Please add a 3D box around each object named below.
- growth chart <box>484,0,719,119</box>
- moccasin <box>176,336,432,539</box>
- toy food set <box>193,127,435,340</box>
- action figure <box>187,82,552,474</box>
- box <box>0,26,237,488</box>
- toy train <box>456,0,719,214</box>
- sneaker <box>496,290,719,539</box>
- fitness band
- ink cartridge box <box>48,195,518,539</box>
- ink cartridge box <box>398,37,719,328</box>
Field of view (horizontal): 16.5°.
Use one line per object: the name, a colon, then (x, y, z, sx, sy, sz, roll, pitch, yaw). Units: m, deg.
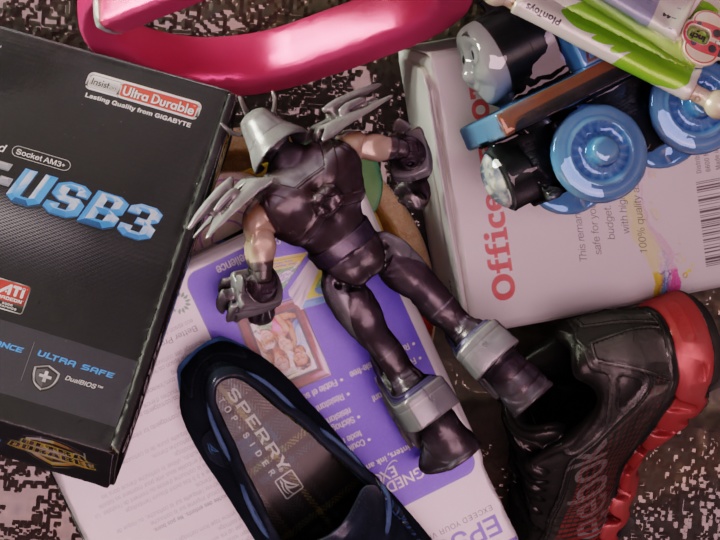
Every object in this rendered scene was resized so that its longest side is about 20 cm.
growth chart: (0.132, -0.184, 1.130, 0.145, 0.018, 0.200, 21, 79, -4)
moccasin: (-0.021, 0.123, 1.173, 0.080, 0.068, 0.200, -44, 100, -3)
toy food set: (-0.059, 0.022, 1.261, 0.200, 0.049, 0.198, -21, 103, -5)
action figure: (0.000, 0.000, 1.169, 0.130, 0.069, 0.200, -37, 97, -3)
box: (-0.179, -0.020, 1.162, 0.200, 0.050, 0.199, 17, 64, 1)
toy train: (0.135, -0.105, 1.169, 0.200, 0.087, 0.114, -26, 91, -11)
sneaker: (0.103, 0.089, 1.252, 0.098, 0.071, 0.201, -1, 137, -28)
fitness band: (-0.041, -0.127, 1.172, 0.144, 0.200, 0.037, 18, 63, -50)
ink cartridge box: (-0.051, 0.085, 1.221, 0.198, 0.043, 0.200, -25, 97, -6)
ink cartridge box: (0.129, -0.060, 1.260, 0.200, 0.085, 0.145, -11, 101, -10)
